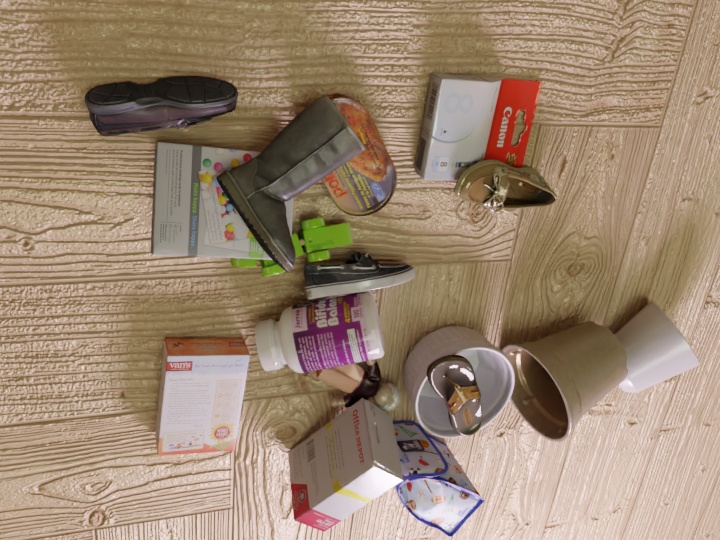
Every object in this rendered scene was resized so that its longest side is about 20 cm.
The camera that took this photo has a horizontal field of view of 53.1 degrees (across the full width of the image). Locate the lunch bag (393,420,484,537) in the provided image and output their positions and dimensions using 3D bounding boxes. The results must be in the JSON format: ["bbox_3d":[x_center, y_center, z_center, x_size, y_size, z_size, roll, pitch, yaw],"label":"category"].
[{"bbox_3d":[0.113,0.382,1.370,0.200,0.170,0.124,34,99,-30],"label":"lunch bag"}]

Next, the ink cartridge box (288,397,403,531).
[{"bbox_3d":[-0.029,0.348,1.286,0.200,0.146,0.083,-39,126,23],"label":"ink cartridge box"}]

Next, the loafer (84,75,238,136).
[{"bbox_3d":[-0.266,-0.220,0.979,0.198,0.072,0.063,-5,138,-11],"label":"loafer"}]

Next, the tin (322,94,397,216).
[{"bbox_3d":[-0.019,-0.174,1.104,0.112,0.042,0.201,-32,123,-6],"label":"tin"}]

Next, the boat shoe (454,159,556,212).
[{"bbox_3d":[0.241,-0.135,1.178,0.199,0.063,0.074,-7,129,-34],"label":"boat shoe"}]

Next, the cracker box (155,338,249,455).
[{"bbox_3d":[-0.267,0.211,1.206,0.133,0.058,0.201,2,117,-22],"label":"cracker box"}]

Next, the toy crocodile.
[{"bbox_3d":[-0.107,-0.038,1.132,0.199,0.062,0.068,-17,96,-17],"label":"toy crocodile"}]

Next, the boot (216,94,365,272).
[{"bbox_3d":[-0.079,-0.122,1.022,0.199,0.073,0.182,-35,103,-14],"label":"boot"}]

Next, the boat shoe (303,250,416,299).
[{"bbox_3d":[0.000,0.000,1.189,0.199,0.072,0.068,-9,91,-21],"label":"boat shoe"}]

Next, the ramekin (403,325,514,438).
[{"bbox_3d":[0.174,0.197,1.332,0.199,0.105,0.201,-9,120,-16],"label":"ramekin"}]

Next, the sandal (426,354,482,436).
[{"bbox_3d":[0.175,0.225,1.252,0.081,0.055,0.201,-24,123,-7],"label":"sandal"}]

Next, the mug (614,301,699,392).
[{"bbox_3d":[0.578,0.179,1.454,0.153,0.150,0.187,-36,117,11],"label":"mug"}]

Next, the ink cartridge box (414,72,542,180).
[{"bbox_3d":[0.195,-0.224,1.149,0.198,0.047,0.161,-1,117,-18],"label":"ink cartridge box"}]

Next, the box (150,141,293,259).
[{"bbox_3d":[-0.197,-0.096,1.043,0.199,0.041,0.157,3,90,-22],"label":"box"}]

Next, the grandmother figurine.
[{"bbox_3d":[-0.010,0.202,1.297,0.199,0.061,0.121,30,113,-27],"label":"grandmother figurine"}]

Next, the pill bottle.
[{"bbox_3d":[-0.066,0.106,1.180,0.198,0.113,0.113,-12,121,3],"label":"pill bottle"}]

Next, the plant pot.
[{"bbox_3d":[0.399,0.195,1.379,0.183,0.200,0.202,-24,123,-20],"label":"plant pot"}]
